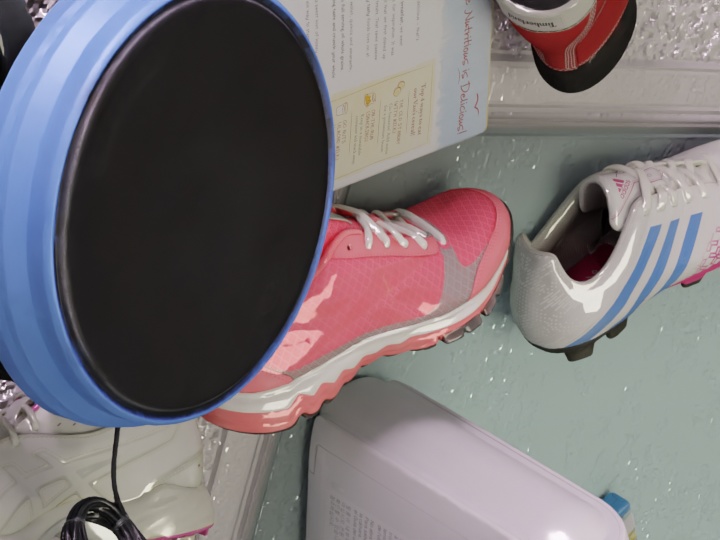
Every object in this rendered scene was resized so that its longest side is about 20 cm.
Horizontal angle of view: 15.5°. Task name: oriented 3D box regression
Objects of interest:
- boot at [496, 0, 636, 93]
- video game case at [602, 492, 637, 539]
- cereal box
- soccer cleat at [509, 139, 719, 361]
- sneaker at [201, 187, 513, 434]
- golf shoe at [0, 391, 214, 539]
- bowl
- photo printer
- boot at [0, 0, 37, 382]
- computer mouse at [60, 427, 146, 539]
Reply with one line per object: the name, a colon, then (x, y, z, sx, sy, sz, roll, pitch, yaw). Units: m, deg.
boot: (0.123, -0.194, 1.313, 0.144, 0.072, 0.201, 45, 64, -71)
video game case: (0.127, 0.248, 1.616, 0.143, 0.018, 0.200, -39, 137, -24)
cereal box: (-0.018, -0.106, 1.219, 0.200, 0.039, 0.144, -23, 126, -39)
soccer cleat: (0.161, -0.030, 1.439, 0.200, 0.070, 0.087, -36, 136, -27)
sneaker: (0.000, 0.000, 1.279, 0.200, 0.074, 0.087, -33, 132, -30)
golf shoe: (-0.152, 0.086, 1.181, 0.200, 0.075, 0.092, -3, 94, -46)
bowl: (-0.079, -0.030, 1.100, 0.200, 0.039, 0.201, -23, 118, -50)
photo printer: (0.059, 0.165, 1.344, 0.069, 0.200, 0.167, -24, 128, -37)
boot: (-0.202, -0.018, 1.047, 0.162, 0.073, 0.199, -26, 128, -35)
computer mouse: (-0.110, 0.073, 1.151, 0.058, 0.034, 0.201, 11, 61, -28)
